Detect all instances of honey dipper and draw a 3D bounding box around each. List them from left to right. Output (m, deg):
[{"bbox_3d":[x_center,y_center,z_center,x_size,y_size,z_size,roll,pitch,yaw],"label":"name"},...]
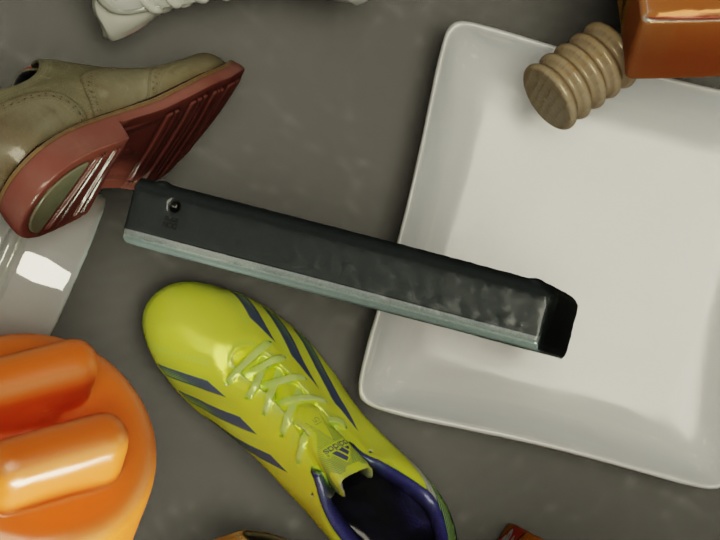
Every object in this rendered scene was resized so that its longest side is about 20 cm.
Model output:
[{"bbox_3d":[0.167,-0.136,1.428,0.200,0.038,0.038,-34,96,-22],"label":"honey dipper"}]

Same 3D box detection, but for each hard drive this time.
[{"bbox_3d":[0.000,0.000,1.344,0.199,0.140,0.033,14,89,10],"label":"hard drive"}]

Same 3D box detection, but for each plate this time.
[{"bbox_3d":[0.114,-0.007,1.441,0.199,0.032,0.200,14,88,-8],"label":"plate"}]

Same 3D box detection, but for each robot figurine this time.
[{"bbox_3d":[-0.159,0.103,1.310,0.144,0.200,0.117,30,58,4],"label":"robot figurine"}]

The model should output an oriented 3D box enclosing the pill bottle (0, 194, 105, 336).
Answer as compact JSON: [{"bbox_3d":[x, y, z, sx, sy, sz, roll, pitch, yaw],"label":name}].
[{"bbox_3d":[-0.229,-0.035,1.351,0.200,0.114,0.115,24,88,-8],"label":"pill bottle"}]

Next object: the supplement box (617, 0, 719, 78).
[{"bbox_3d":[0.153,-0.198,1.391,0.069,0.067,0.201,-2,67,-4],"label":"supplement box"}]

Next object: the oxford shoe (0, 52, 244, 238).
[{"bbox_3d":[-0.123,-0.080,1.342,0.075,0.200,0.071,41,118,11],"label":"oxford shoe"}]

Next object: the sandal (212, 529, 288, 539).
[{"bbox_3d":[-0.041,0.154,1.378,0.199,0.080,0.054,3,95,18],"label":"sandal"}]

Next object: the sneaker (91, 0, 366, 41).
[{"bbox_3d":[-0.089,-0.155,1.396,0.199,0.078,0.100,18,95,1],"label":"sneaker"}]

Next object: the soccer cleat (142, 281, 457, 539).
[{"bbox_3d":[-0.026,0.079,1.397,0.065,0.084,0.200,-45,96,-4],"label":"soccer cleat"}]

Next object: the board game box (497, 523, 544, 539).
[{"bbox_3d":[0.118,0.268,1.362,0.200,0.200,0.200,34,87,-8],"label":"board game box"}]
